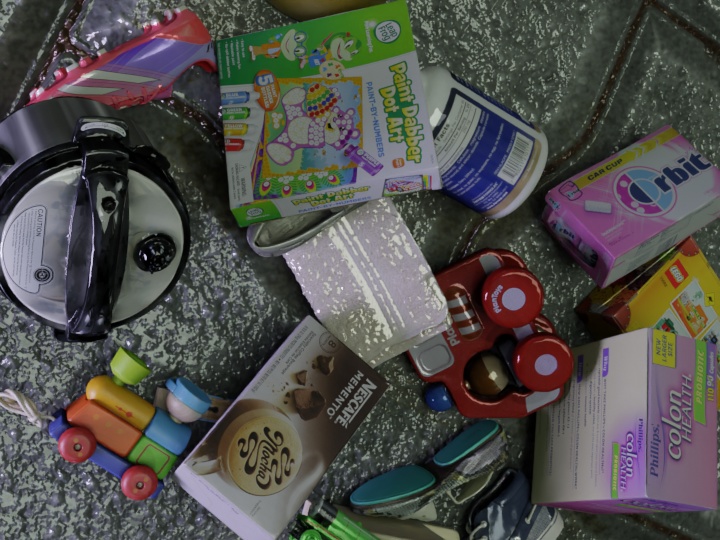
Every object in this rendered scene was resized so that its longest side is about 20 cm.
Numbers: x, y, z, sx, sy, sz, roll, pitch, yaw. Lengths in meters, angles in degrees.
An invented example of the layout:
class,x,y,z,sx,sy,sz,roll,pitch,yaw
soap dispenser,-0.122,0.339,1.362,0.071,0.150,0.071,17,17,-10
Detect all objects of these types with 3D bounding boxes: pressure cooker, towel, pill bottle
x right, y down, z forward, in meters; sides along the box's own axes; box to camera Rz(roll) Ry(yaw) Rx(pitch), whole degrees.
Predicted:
class,x,y,z,sx,sy,sz,roll,pitch,yaw
pressure cooker,-0.240,-0.047,0.869,0.179,0.200,0.176,-37,127,-3
towel,0.000,0.000,1.050,0.133,0.034,0.200,-29,96,6
pill bottle,0.091,-0.147,1.071,0.200,0.116,0.116,28,82,-21

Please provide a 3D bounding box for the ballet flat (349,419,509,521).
class,x,y,z,sx,sy,sz,roll,pitch,yaw
ballet flat,0.085,0.240,1.117,0.200,0.072,0.072,-25,102,-19

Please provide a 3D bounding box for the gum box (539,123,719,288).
class,x,y,z,sx,sy,sz,roll,pitch,yaw
gum box,0.317,-0.074,1.166,0.200,0.066,0.114,-29,62,-19

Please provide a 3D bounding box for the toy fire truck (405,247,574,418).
class,x,y,z,sx,sy,sz,roll,pitch,yaw
toy fire truck,0.133,0.078,1.119,0.168,0.112,0.200,-25,103,5

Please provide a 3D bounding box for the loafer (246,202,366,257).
class,x,y,z,sx,sy,sz,roll,pitch,yaw
loafer,-0.028,-0.081,0.990,0.200,0.070,0.070,-40,96,7

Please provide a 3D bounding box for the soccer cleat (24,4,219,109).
class,x,y,z,sx,sy,sz,roll,pitch,yaw
soccer cleat,-0.228,-0.182,0.964,0.200,0.067,0.076,-36,111,-19

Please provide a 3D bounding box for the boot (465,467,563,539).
class,x,y,z,sx,sy,sz,roll,pitch,yaw
boot,0.142,0.325,1.152,0.200,0.073,0.090,-45,102,-23

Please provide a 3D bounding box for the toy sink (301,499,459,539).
class,x,y,z,sx,sy,sz,roll,pitch,yaw
toy sink,0.030,0.339,1.075,0.200,0.112,0.130,18,86,-23

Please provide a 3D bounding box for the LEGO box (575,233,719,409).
class,x,y,z,sx,sy,sz,roll,pitch,yaw
LEGO box,0.383,0.077,1.228,0.149,0.077,0.200,-42,107,-16

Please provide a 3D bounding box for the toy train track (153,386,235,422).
class,x,y,z,sx,sy,sz,roll,pitch,yaw
toy train track,-0.115,0.154,1.046,0.200,0.033,0.115,15,87,-22

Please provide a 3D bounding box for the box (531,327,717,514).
class,x,y,z,sx,sy,sz,roll,pitch,yaw
box,0.288,0.173,1.106,0.097,0.200,0.176,14,70,-21

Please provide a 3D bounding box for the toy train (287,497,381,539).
class,x,y,z,sx,sy,sz,roll,pitch,yaw
toy train,0.015,0.294,0.991,0.200,0.042,0.056,39,70,-15

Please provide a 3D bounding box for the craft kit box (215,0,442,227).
class,x,y,z,sx,sy,sz,roll,pitch,yaw
craft kit box,-0.034,-0.153,0.964,0.197,0.049,0.200,-10,64,2

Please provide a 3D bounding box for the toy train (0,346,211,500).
class,x,y,z,sx,sy,sz,roll,pitch,yaw
toy train,-0.248,0.120,0.952,0.200,0.085,0.116,38,86,-20

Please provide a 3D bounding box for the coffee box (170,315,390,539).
class,x,y,z,sx,sy,sz,roll,pitch,yaw
coffee box,-0.077,0.158,0.994,0.113,0.080,0.200,41,61,-1

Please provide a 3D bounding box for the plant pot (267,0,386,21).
class,x,y,z,sx,sy,sz,roll,pitch,yaw
plant pot,-0.013,-0.358,1.000,0.200,0.142,0.200,-1,93,-23
